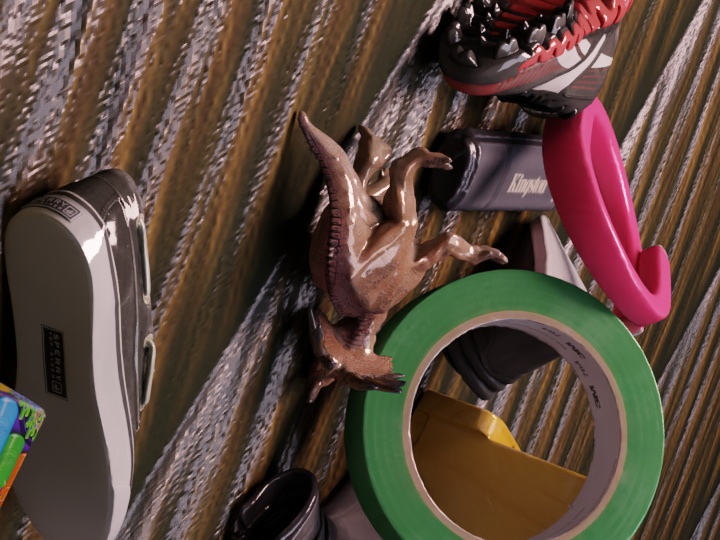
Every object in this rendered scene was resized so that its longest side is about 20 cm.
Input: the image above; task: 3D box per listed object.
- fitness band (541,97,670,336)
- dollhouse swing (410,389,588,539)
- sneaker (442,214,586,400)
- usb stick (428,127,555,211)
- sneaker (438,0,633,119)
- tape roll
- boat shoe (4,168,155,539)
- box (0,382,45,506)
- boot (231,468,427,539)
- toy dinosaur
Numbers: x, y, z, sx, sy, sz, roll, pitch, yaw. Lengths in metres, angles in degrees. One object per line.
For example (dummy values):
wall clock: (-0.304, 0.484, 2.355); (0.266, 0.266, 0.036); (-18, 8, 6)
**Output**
fitness band: (0.163, -0.039, 1.416); (0.200, 0.037, 0.144); (-72, 139, -67)
dollhouse swing: (0.082, 0.217, 1.483); (0.201, 0.175, 0.182); (-61, 155, -14)
sneaker: (0.102, 0.024, 1.497); (0.099, 0.071, 0.200); (-29, -167, 14)
usb stick: (0.099, -0.065, 1.433); (0.200, 0.032, 0.056); (-3, 112, -64)
sneaker: (0.109, -0.132, 1.347); (0.200, 0.070, 0.099); (-34, 138, -53)
tape roll: (0.090, 0.102, 1.347); (0.201, 0.200, 0.048); (-60, -171, -14)
boat shoe: (-0.125, 0.048, 1.025); (0.064, 0.070, 0.201); (-36, 141, -47)
box: (-0.243, 0.093, 0.759); (0.194, 0.121, 0.200); (-64, 156, -3)
boot: (-0.023, 0.166, 1.355); (0.200, 0.069, 0.132); (-55, 149, -33)
toy dinosaur: (0.000, 0.000, 1.236); (0.136, 0.086, 0.200); (-52, 148, -14)
